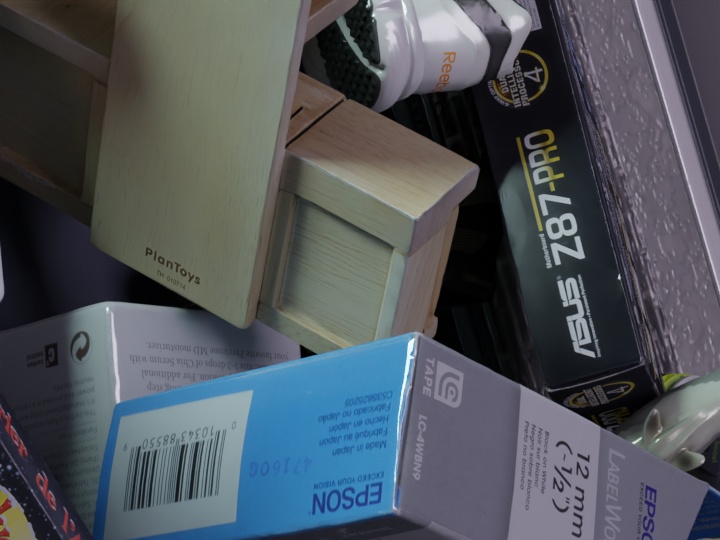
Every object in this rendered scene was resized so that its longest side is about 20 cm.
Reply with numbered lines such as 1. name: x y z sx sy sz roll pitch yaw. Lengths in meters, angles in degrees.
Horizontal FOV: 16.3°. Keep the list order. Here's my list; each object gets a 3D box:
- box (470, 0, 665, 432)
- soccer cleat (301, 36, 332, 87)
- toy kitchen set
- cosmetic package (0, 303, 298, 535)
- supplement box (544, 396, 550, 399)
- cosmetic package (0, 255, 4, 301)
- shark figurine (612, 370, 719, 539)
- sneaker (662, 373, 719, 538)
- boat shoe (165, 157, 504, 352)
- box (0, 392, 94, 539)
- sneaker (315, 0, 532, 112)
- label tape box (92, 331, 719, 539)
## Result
1. box: 0.089 -0.027 1.098 0.161 0.049 0.201 48 27 -70
2. soccer cleat: 0.004 -0.157 1.113 0.078 0.069 0.201 45 42 -23
3. toy kitchen set: -0.019 -0.104 0.919 0.180 0.199 0.164 -42 153 -44
4. cosmetic package: -0.072 0.119 0.928 0.101 0.071 0.201 8 73 -47
5. supplement box: 0.025 0.150 1.037 0.126 0.073 0.201 11 72 -47
6. cosmetic package: -0.190 -0.082 0.867 0.101 0.071 0.201 2 77 -47
7. shark figurine: 0.129 0.086 1.044 0.128 0.214 0.090 47 -2 6
8. sneaker: 0.189 0.144 1.217 0.074 0.081 0.201 -8 85 -48
9. boat shoe: 0.000 0.000 1.054 0.199 0.074 0.074 -14 89 -48
10. box: -0.168 0.085 0.800 0.201 0.136 0.038 60 5 -17
11. sneaker: 0.011 -0.149 1.040 0.079 0.074 0.201 -6 60 -20
12. label tape box: 0.028 0.094 0.873 0.200 0.143 0.066 30 57 -40
